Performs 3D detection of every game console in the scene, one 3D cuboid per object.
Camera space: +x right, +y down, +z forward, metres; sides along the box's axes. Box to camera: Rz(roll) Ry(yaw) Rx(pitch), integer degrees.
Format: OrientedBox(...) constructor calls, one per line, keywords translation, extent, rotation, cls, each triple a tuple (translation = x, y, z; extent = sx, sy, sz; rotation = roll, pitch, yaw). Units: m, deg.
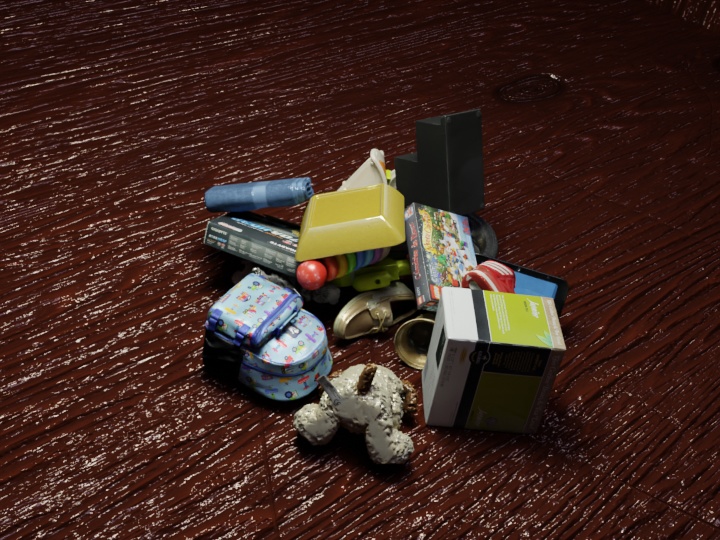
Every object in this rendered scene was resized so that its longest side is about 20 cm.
OrientedBox(translation=(0.267, 0.083, 1.705), extent=(0.198, 0.117, 0.176), rotation=(17, 37, 11), cls="game console")

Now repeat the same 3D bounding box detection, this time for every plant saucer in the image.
OrientedBox(translation=(-0.020, -0.098, 1.667), extent=(0.198, 0.049, 0.201), rotation=(-9, 29, 7), cls="plant saucer")

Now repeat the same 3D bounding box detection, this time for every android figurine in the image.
OrientedBox(translation=(0.000, 0.000, 1.766), extent=(0.198, 0.041, 0.182), rotation=(-9, 15, -11), cls="android figurine")

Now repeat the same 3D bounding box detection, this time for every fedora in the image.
OrientedBox(translation=(0.180, -0.040, 1.859), extent=(0.198, 0.092, 0.202), rotation=(2, 43, -2), cls="fedora")

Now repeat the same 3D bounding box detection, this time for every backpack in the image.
OrientedBox(translation=(-0.146, 0.119, 1.558), extent=(0.199, 0.135, 0.182), rotation=(27, 40, 21), cls="backpack")

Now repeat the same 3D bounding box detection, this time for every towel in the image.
OrientedBox(translation=(-0.192, -0.141, 1.750), extent=(0.198, 0.049, 0.112), rotation=(-5, 11, 5), cls="towel")

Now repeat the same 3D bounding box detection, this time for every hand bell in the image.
OrientedBox(translation=(0.129, 0.087, 1.705), extent=(0.103, 0.105, 0.200), rotation=(13, 28, 6), cls="hand bell")

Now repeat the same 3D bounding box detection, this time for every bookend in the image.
OrientedBox(translation=(0.149, -0.225, 1.844), extent=(0.091, 0.201, 0.199), rotation=(-16, 20, -30), cls="bookend")

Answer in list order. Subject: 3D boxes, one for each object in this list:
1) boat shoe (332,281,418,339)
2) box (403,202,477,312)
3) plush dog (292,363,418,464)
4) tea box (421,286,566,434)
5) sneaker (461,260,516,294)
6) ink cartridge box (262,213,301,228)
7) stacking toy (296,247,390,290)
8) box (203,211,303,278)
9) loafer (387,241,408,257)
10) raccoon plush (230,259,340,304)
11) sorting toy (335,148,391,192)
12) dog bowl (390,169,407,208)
OrientedBox(translation=(0.034, 0.078, 1.698), extent=(0.066, 0.075, 0.199), rotation=(30, 41, 33), cls="boat shoe")
OrientedBox(translation=(0.153, -0.017, 1.686), extent=(0.136, 0.038, 0.202), rotation=(12, 57, -35), cls="box")
OrientedBox(translation=(0.006, 0.203, 1.491), extent=(0.198, 0.162, 0.172), rotation=(13, 14, 7), cls="plush dog")
OrientedBox(translation=(0.216, 0.152, 1.534), extent=(0.195, 0.201, 0.134), rotation=(7, 37, -5), cls="tea box")
OrientedBox(translation=(0.275, 0.066, 1.661), extent=(0.115, 0.078, 0.201), rotation=(-37, 97, -47), cls="sneaker")
OrientedBox(translation=(-0.084, -0.087, 1.842), extent=(0.198, 0.048, 0.146), rotation=(21, -6, 14), cls="ink cartridge box")
OrientedBox(translation=(-0.036, -0.023, 1.658), extent=(0.085, 0.086, 0.199), rotation=(32, 42, 27), cls="stacking toy")
OrientedBox(translation=(-0.172, -0.054, 1.727), extent=(0.198, 0.046, 0.159), rotation=(20, 18, 11), cls="box")
OrientedBox(translation=(0.120, -0.073, 1.775), extent=(0.198, 0.063, 0.072), rotation=(-10, 45, -13), cls="loafer")
OrientedBox(translation=(-0.144, 0.025, 1.730), extent=(0.198, 0.097, 0.134), rotation=(12, 27, -13), cls="raccoon plush")
OrientedBox(translation=(0.003, -0.180, 1.963), extent=(0.107, 0.200, 0.181), rotation=(39, 27, -17), cls="sorting toy")
OrientedBox(translation=(0.139, -0.147, 2.013), extent=(0.198, 0.074, 0.201), rotation=(6, 37, -5), cls="dog bowl")
